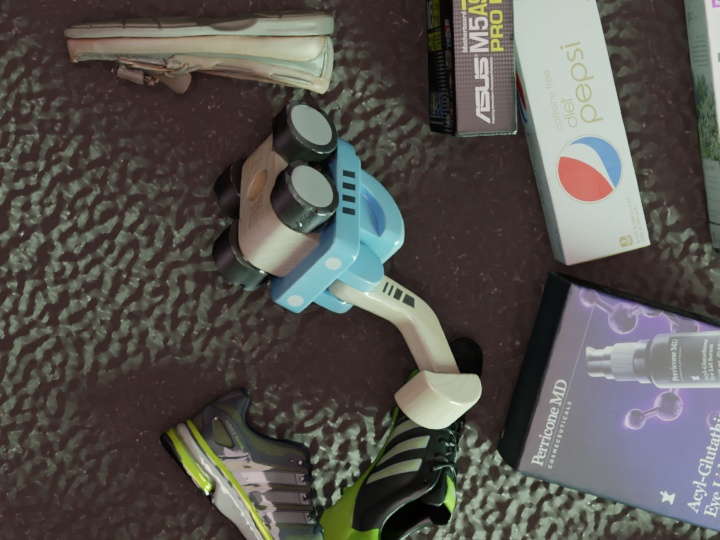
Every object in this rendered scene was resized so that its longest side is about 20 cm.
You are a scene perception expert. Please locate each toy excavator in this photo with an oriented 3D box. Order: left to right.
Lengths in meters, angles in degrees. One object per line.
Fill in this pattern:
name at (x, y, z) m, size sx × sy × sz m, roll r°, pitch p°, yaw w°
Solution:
toy excavator at (0.000, 0.000, 1.646) m, size 0.199 × 0.195 × 0.100 m, roll 26°, pitch 131°, yaw -25°

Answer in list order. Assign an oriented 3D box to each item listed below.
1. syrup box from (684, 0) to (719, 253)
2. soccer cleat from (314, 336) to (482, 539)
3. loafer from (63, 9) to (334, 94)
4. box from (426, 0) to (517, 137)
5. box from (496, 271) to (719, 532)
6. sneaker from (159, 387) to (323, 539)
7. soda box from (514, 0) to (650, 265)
syrup box at (0.295, -0.114, 1.688) m, size 0.081 × 0.079 × 0.202 m, roll -7°, pitch 94°, yaw -3°
soccer cleat at (0.047, 0.140, 1.670) m, size 0.081 × 0.068 × 0.201 m, roll 20°, pitch 66°, yaw 33°
loafer at (-0.117, -0.155, 1.666) m, size 0.198 × 0.072 × 0.063 m, roll -4°, pitch 102°, yaw -6°
box at (0.075, -0.177, 1.609) m, size 0.044 × 0.200 × 0.162 m, roll -3°, pitch 95°, yaw -3°
box at (0.218, 0.100, 1.686) m, size 0.198 × 0.104 × 0.149 m, roll 15°, pitch 94°, yaw -5°
sneaker at (-0.057, 0.173, 1.692) m, size 0.081 × 0.074 × 0.200 m, roll -43°, pitch 98°, yaw -4°
soda box at (0.158, -0.109, 1.688) m, size 0.068 × 0.064 × 0.202 m, roll -14°, pitch 95°, yaw -2°
